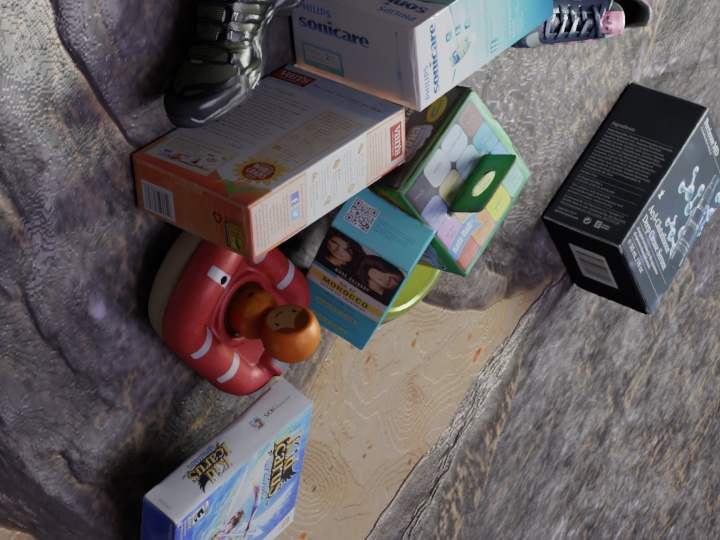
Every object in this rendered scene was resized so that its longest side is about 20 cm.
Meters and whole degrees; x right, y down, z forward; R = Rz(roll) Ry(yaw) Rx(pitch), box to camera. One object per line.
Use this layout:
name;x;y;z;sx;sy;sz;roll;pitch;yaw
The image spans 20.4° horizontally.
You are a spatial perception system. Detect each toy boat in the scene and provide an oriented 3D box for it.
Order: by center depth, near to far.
toy boat;-0.091;0.039;1.727;0.131;0.130;0.200;-59;146;-11

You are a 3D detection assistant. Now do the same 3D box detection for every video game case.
video game case;-0.124;0.218;1.814;0.181;0.045;0.201;-42;157;-33

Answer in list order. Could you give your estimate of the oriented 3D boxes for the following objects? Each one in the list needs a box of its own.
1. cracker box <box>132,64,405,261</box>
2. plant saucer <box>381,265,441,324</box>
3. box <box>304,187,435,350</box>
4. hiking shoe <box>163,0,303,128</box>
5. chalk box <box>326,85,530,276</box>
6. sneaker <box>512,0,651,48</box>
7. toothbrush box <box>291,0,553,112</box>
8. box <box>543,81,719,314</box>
cracker box;-0.074;-0.094;1.668;0.200;0.133;0.058;-35;135;-38
plant saucer;0.040;-0.033;1.959;0.200;0.031;0.201;-33;134;-41
box;0.000;0.000;1.789;0.049;0.082;0.200;-57;178;-25
hiking shoe;-0.114;-0.210;1.612;0.101;0.075;0.201;53;57;-44
chalk box;0.060;-0.086;1.783;0.125;0.199;0.124;-54;131;-18
sneaker;0.222;-0.262;2.030;0.199;0.082;0.071;-24;128;-46
toothbrush box;0.056;-0.237;1.754;0.200;0.146;0.086;-38;136;-38
box;0.316;-0.081;2.249;0.201;0.107;0.149;-56;145;-17
